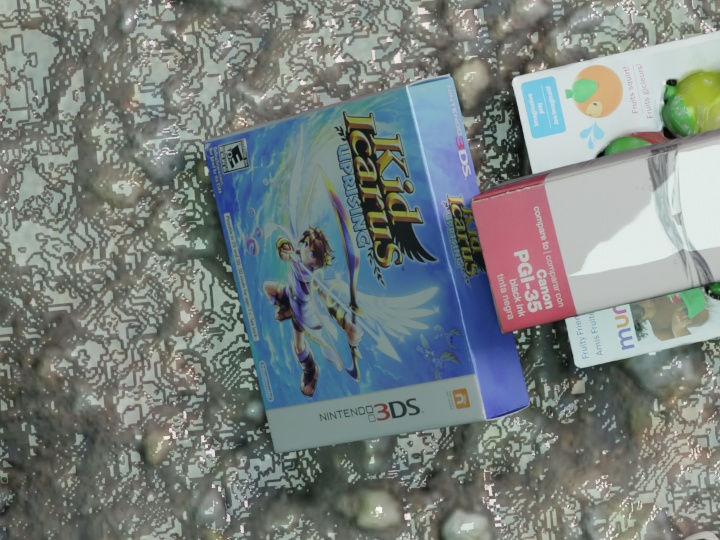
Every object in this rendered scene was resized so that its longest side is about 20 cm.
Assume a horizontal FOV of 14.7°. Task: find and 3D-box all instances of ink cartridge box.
[{"bbox_3d":[0.175,-0.031,1.611,0.199,0.146,0.083,-13,92,12],"label":"ink cartridge box"}]

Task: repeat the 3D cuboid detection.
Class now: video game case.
[{"bbox_3d":[0.000,0.000,1.672,0.045,0.181,0.201,-15,92,-47],"label":"video game case"}]

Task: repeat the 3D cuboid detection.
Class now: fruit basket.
[{"bbox_3d":[0.209,-0.051,1.709,0.199,0.094,0.186,-12,91,-4],"label":"fruit basket"}]

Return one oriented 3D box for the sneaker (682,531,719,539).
[{"bbox_3d":[0.264,0.233,1.729,0.076,0.088,0.200,-35,117,27],"label":"sneaker"}]
